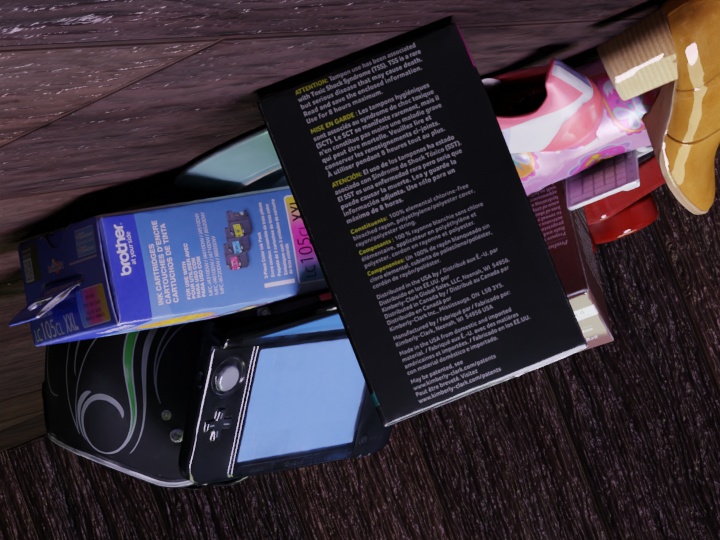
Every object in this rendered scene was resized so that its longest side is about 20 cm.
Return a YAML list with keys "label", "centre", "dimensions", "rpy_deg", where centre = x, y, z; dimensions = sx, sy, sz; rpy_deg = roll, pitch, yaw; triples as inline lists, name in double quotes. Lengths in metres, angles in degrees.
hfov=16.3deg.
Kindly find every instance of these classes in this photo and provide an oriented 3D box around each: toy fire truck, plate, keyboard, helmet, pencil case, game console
- label: "toy fire truck"
  centre: [0.210, -0.076, 2.100]
  dimensions: [0.200, 0.112, 0.168]
  rpy_deg: [-29, -169, -36]
- label: "plate"
  centre: [-0.025, -0.083, 1.653]
  dimensions: [0.200, 0.026, 0.200]
  rpy_deg: [-20, 177, -1]
- label: "keyboard"
  centre: [0.180, -0.102, 1.898]
  dimensions: [0.056, 0.011, 0.200]
  rpy_deg: [-17, -153, 12]
- label: "helmet"
  centre: [-0.127, 0.057, 1.838]
  dimensions: [0.200, 0.191, 0.200]
  rpy_deg: [18, 180, 0]
- label: "pencil case"
  centre: [0.180, -0.121, 1.824]
  dimensions: [0.200, 0.088, 0.087]
  rpy_deg: [-21, 176, 13]
- label: "game console"
  centre: [-0.005, 0.075, 1.731]
  dimensions: [0.200, 0.176, 0.116]
  rpy_deg: [-5, -156, -44]

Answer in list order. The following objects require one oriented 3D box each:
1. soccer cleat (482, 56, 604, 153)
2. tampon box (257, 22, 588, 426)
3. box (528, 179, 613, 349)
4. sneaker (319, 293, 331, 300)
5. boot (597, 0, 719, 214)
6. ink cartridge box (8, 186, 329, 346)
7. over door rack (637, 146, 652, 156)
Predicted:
- label: "soccer cleat"
  centre: [0.075, -0.102, 1.758]
  dimensions: [0.200, 0.067, 0.076]
  rpy_deg: [-13, 143, 31]
- label: "tampon box"
  centre: [0.036, -0.024, 1.476]
  dimensions: [0.126, 0.200, 0.150]
  rpy_deg: [-21, 178, 1]
- label: "box"
  centre: [0.118, -0.027, 1.887]
  dimensions: [0.100, 0.200, 0.075]
  rpy_deg: [-19, 138, 13]
- label: "sneaker"
  centre: [0.000, 0.000, 1.898]
  dimensions: [0.095, 0.079, 0.200]
  rpy_deg: [-22, 176, -41]
- label: "boot"
  centre: [0.258, -0.123, 1.718]
  dimensions: [0.144, 0.071, 0.201]
  rpy_deg: [-24, 141, 12]
- label: "ink cartridge box"
  centre: [-0.133, -0.001, 1.647]
  dimensions: [0.200, 0.076, 0.136]
  rpy_deg: [-8, 176, -30]
- label: "over door rack"
  centre: [0.269, -0.155, 1.990]
  dimensions: [0.200, 0.067, 0.148]
  rpy_deg: [-34, -173, -35]
